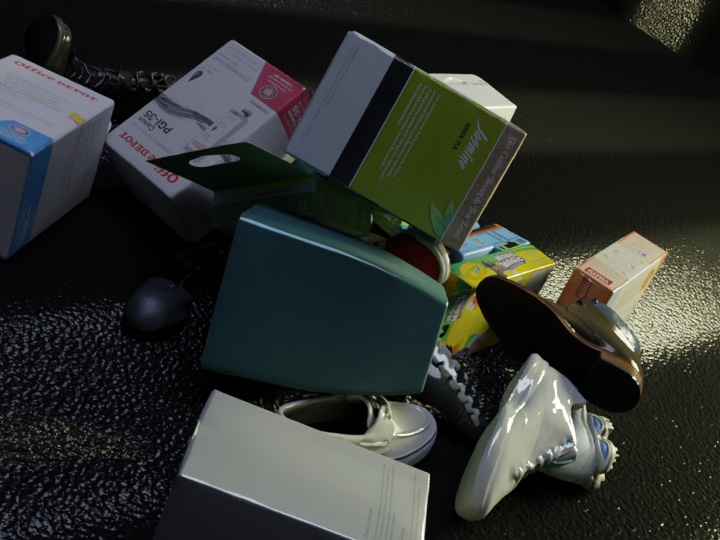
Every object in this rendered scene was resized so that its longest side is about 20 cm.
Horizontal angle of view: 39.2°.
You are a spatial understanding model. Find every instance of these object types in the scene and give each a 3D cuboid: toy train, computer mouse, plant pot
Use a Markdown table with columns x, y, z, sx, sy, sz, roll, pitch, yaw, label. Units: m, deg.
| x | y | z | sx | sy | sz | roll | pitch | yaw | label |
| --- | --- | --- | --- | --- | --- | --- | --- | --- | --- |
| 0.114 | -0.012 | 1.230 | 0.114 | 0.087 | 0.199 | 29 | 27 | 33 | toy train |
| -0.184 | 0.011 | 1.041 | 0.058 | 0.034 | 0.200 | 25 | 29 | 3 | computer mouse |
| -0.026 | 0.038 | 0.943 | 0.199 | 0.142 | 0.141 | 17 | 9 | -1 | plant pot |

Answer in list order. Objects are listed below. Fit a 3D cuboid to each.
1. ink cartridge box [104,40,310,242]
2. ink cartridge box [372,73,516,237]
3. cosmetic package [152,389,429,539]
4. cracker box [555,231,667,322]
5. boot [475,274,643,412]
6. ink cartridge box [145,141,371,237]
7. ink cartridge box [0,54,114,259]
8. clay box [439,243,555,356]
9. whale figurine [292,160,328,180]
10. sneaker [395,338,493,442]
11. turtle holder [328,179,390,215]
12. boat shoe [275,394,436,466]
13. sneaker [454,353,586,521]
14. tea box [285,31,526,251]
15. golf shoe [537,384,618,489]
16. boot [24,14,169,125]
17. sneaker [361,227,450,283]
| x | y | z | sx | sy | sz | roll | pitch | yaw | label |
| --- | --- | --- | --- | --- | --- | --- | --- | --- | --- |
| -0.167 | -0.149 | 1.146 | 0.200 | 0.083 | 0.146 | -42 | 56 | -16 | ink cartridge box |
| 0.100 | -0.153 | 1.348 | 0.145 | 0.201 | 0.084 | -11 | 44 | -46 | ink cartridge box |
| -0.051 | 0.187 | 0.804 | 0.199 | 0.082 | 0.113 | 22 | 29 | -3 | cosmetic package |
| 0.293 | 0.040 | 1.244 | 0.058 | 0.135 | 0.200 | 35 | 30 | 21 | cracker box |
| 0.214 | 0.063 | 1.069 | 0.200 | 0.075 | 0.097 | 39 | 32 | 6 | boot |
| -0.102 | -0.072 | 1.037 | 0.145 | 0.048 | 0.199 | -5 | -14 | 36 | ink cartridge box |
| -0.354 | -0.126 | 1.044 | 0.128 | 0.126 | 0.200 | 26 | 28 | 3 | ink cartridge box |
| 0.130 | 0.040 | 1.142 | 0.048 | 0.115 | 0.199 | 41 | 33 | 28 | clay box |
| -0.072 | -0.107 | 1.245 | 0.199 | 0.104 | 0.159 | 9 | 32 | -28 | whale figurine |
| 0.054 | 0.104 | 1.036 | 0.200 | 0.090 | 0.066 | 52 | 14 | 0 | sneaker |
| 0.049 | -0.133 | 1.209 | 0.184 | 0.142 | 0.132 | 7 | -6 | 19 | turtle holder |
| -0.003 | 0.141 | 0.928 | 0.199 | 0.066 | 0.072 | 2 | 36 | -34 | boat shoe |
| 0.161 | 0.168 | 0.962 | 0.088 | 0.075 | 0.200 | 34 | 51 | 5 | sneaker |
| 0.042 | -0.131 | 1.034 | 0.196 | 0.134 | 0.200 | 30 | 7 | -5 | tea box |
| 0.198 | 0.141 | 1.074 | 0.096 | 0.079 | 0.200 | 9 | 31 | -14 | golf shoe |
| -0.310 | -0.230 | 1.200 | 0.173 | 0.200 | 0.070 | -2 | 69 | -30 | boot |
| 0.000 | 0.000 | 1.089 | 0.112 | 0.072 | 0.199 | -21 | 14 | -33 | sneaker |
